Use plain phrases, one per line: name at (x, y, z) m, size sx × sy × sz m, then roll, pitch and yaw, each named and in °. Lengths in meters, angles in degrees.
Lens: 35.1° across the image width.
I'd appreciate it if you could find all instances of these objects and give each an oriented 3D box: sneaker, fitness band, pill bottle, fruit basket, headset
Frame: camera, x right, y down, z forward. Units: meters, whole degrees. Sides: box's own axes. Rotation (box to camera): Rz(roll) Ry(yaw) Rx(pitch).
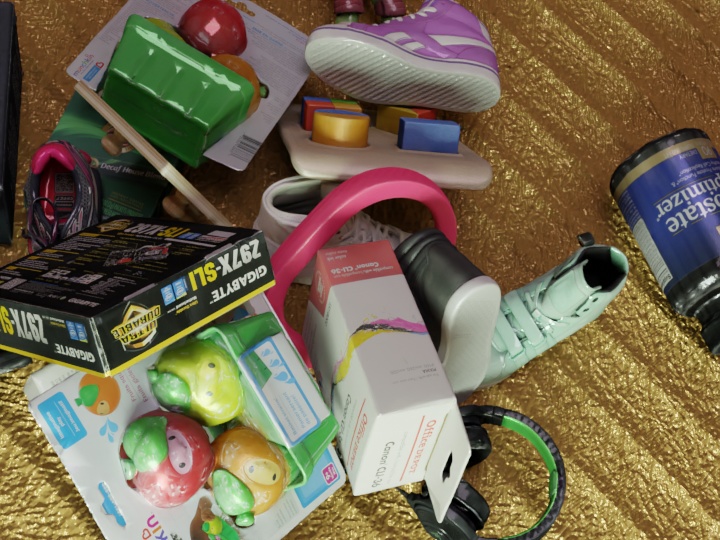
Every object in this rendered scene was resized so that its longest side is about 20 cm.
sneaker at (0.061, 0.045, 0.976) m, size 0.070 × 0.202 × 0.100 m, roll -20°, pitch 55°, yaw -23°
sneaker at (-0.001, -0.029, 1.037) m, size 0.196 × 0.116 × 0.075 m, roll 7°, pitch 60°, yaw -9°
sneaker at (-0.257, -0.009, 0.972) m, size 0.079 × 0.075 × 0.204 m, roll -9°, pitch 88°, yaw -4°
fitness band at (0.000, 0.000, 0.997) m, size 0.143 × 0.200 × 0.038 m, roll 36°, pitch 14°, yaw -31°
sneaker at (0.039, -0.225, 1.118) m, size 0.197 × 0.073 × 0.116 m, roll 11°, pitch 56°, yaw -18°
pill bottle at (0.333, -0.027, 1.109) m, size 0.110 × 0.112 × 0.202 m, roll -16°, pitch 68°, yaw -19°
sneaker at (0.155, 0.035, 1.036) m, size 0.198 × 0.119 × 0.074 m, roll -27°, pitch 73°, yaw -22°
fruit basket at (-0.149, -0.195, 1.069) m, size 0.183 × 0.094 × 0.201 m, roll 29°, pitch 45°, yaw -2°
fruit basket at (-0.112, 0.124, 0.826) m, size 0.199 × 0.093 × 0.187 m, roll -33°, pitch 93°, yaw -47°
headset at (0.077, 0.169, 0.965) m, size 0.196 × 0.094 × 0.125 m, roll 4°, pitch 62°, yaw 4°

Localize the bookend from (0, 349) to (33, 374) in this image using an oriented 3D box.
bookend at (-0.386, 0.005, 0.893) m, size 0.197 × 0.092 × 0.202 m, roll -18°, pitch 108°, yaw -21°

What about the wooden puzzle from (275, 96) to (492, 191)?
wooden puzzle at (0.017, -0.130, 1.071) m, size 0.182 × 0.047 × 0.200 m, roll 4°, pitch 20°, yaw -10°

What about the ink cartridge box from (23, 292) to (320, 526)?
ink cartridge box at (-0.153, 0.103, 0.938) m, size 0.198 × 0.084 × 0.148 m, roll -30°, pitch 89°, yaw -25°

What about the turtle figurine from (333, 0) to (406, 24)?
turtle figurine at (0.019, -0.324, 1.158) m, size 0.197 × 0.143 × 0.198 m, roll -13°, pitch 81°, yaw 24°

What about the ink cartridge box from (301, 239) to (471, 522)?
ink cartridge box at (0.015, 0.092, 0.897) m, size 0.066 × 0.117 × 0.202 m, roll -9°, pitch 52°, yaw -18°

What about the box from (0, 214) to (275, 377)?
box at (-0.187, 0.012, 0.855) m, size 0.159 × 0.198 × 0.050 m, roll -29°, pitch 115°, yaw -41°

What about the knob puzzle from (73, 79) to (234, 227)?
knob puzzle at (-0.151, -0.059, 0.964) m, size 0.219 × 0.220 × 0.031 m, roll 43°, pitch 86°, yaw 11°

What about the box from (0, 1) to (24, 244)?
box at (-0.382, -0.133, 1.013) m, size 0.145 × 0.105 × 0.203 m, roll 1°, pitch 64°, yaw -11°

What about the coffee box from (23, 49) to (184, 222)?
coffee box at (-0.224, -0.127, 1.078) m, size 0.121 × 0.044 × 0.202 m, roll 22°, pitch 61°, yaw -1°
